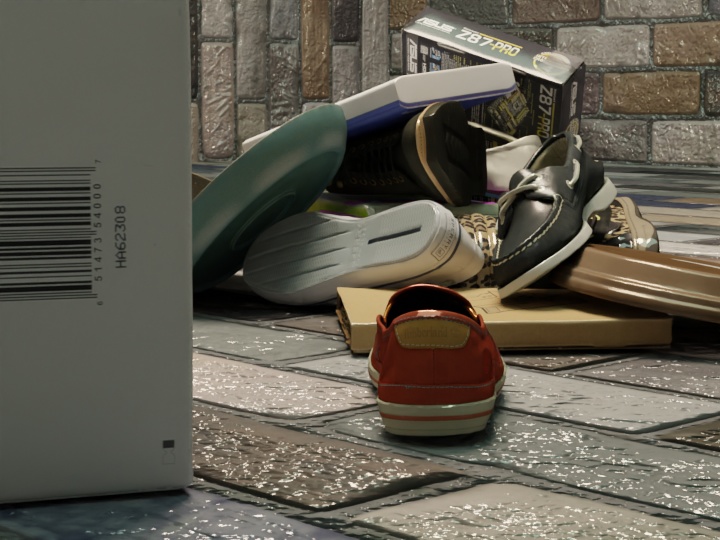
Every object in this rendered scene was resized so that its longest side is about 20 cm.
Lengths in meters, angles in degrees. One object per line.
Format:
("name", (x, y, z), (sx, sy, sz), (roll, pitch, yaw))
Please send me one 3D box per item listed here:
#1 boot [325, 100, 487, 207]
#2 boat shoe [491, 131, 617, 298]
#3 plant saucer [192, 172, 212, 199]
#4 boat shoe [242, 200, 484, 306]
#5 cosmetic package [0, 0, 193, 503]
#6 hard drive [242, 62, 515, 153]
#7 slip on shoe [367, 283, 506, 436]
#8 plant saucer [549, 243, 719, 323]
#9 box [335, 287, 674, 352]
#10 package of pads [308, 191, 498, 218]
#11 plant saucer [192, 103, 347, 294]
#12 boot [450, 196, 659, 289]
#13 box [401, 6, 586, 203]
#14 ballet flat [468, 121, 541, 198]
("boot", (0.020, -0.082, 1.237), (0.137, 0.079, 0.200), (-2, -6, 13))
("boat shoe", (0.120, -0.041, 1.072), (0.075, 0.061, 0.200), (-31, 7, 23))
("plant saucer", (-0.180, -0.041, 1.302), (0.198, 0.037, 0.201), (11, -19, 4))
("boat shoe", (0.000, 0.000, 1.147), (0.199, 0.074, 0.067), (-4, -31, 44))
("cosmetic package", (-0.151, -0.022, 0.685), (0.121, 0.202, 0.200), (-2, 6, -17))
("hard drive", (0.013, -0.126, 1.297), (0.131, 0.026, 0.199), (-14, -1, -41))
("slip on shoe", (0.038, 0.036, 0.799), (0.073, 0.062, 0.200), (-1, 5, 3))
("plant saucer", (0.222, 0.011, 1.024), (0.198, 0.030, 0.200), (9, 4, -1))
("box", (0.086, 0.030, 1.028), (0.197, 0.022, 0.164), (-1, 7, -4))
("package of pads", (0.027, -0.029, 1.346), (0.153, 0.069, 0.200), (-1, 6, -24))
("plant saucer", (-0.079, -0.045, 1.187), (0.200, 0.027, 0.200), (-41, -8, -7))
("boot", (0.142, -0.015, 1.222), (0.149, 0.074, 0.200), (0, 12, -2))
("box", (0.112, -0.117, 1.401), (0.160, 0.202, 0.049), (24, 48, 26))
("ballet flat", (0.074, -0.098, 1.372), (0.198, 0.070, 0.069), (7, 9, 31))
